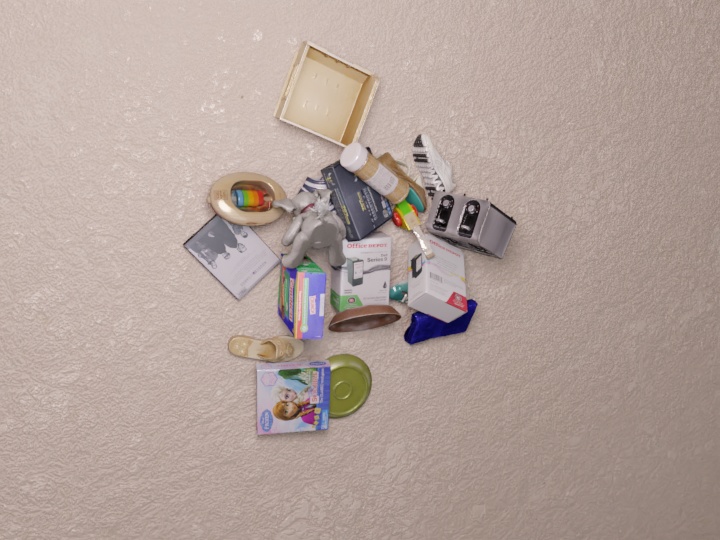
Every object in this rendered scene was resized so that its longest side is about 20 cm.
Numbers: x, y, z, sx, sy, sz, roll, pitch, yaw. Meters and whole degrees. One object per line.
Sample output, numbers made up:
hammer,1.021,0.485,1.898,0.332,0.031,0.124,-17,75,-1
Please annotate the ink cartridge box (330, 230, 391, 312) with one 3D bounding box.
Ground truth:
ink cartridge box,0.000,0.000,1.652,0.146,0.084,0.201,-4,106,-20

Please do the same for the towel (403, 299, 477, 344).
towel,0.231,0.151,1.766,0.199,0.050,0.148,-13,149,-17

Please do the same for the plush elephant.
plush elephant,-0.123,-0.119,1.475,0.164,0.155,0.200,-8,128,-23

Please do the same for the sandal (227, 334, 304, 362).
sandal,-0.240,0.215,1.625,0.211,0.070,0.078,8,102,-23

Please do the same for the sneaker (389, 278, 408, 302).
sneaker,0.169,0.071,1.730,0.199,0.080,0.071,-3,146,-22

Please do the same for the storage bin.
storage bin,-0.082,-0.424,1.497,0.200,0.094,0.199,18,98,-25

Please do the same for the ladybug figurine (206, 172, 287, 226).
ladybug figurine,-0.276,-0.167,1.488,0.200,0.072,0.136,1,74,-31

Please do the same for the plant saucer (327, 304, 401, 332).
plant saucer,0.009,0.126,1.651,0.200,0.200,0.035,-5,73,-20

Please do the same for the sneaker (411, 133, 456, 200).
sneaker,0.201,-0.285,1.665,0.081,0.075,0.200,-35,122,-18

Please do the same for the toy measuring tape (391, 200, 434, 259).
toy measuring tape,0.137,-0.115,1.662,0.073,0.074,0.200,-27,82,-13

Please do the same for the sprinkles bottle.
sprinkles bottle,0.038,-0.239,1.533,0.200,0.068,0.068,32,92,-41

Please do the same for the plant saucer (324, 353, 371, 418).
plant saucer,-0.054,0.336,1.755,0.199,0.031,0.201,-6,106,-20

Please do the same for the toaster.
toaster,0.297,-0.121,1.641,0.200,0.181,0.119,23,88,-49

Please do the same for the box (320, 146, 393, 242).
box,-0.005,-0.194,1.571,0.158,0.051,0.200,-37,113,-42

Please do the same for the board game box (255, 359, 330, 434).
board game box,-0.184,0.345,1.677,0.199,0.041,0.201,-2,109,-12

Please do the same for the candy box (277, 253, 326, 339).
candy box,-0.150,0.061,1.545,0.077,0.200,0.170,-1,105,-21

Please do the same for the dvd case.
dvd case,-0.319,-0.044,1.547,0.150,0.025,0.200,-43,116,-6

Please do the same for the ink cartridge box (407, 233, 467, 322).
ink cartridge box,0.209,0.021,1.681,0.145,0.200,0.083,24,139,-25

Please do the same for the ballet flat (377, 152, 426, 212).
ballet flat,0.120,-0.243,1.652,0.200,0.068,0.072,39,69,-22

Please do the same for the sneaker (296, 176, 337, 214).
sneaker,-0.068,-0.173,1.586,0.200,0.070,0.109,20,98,-22
